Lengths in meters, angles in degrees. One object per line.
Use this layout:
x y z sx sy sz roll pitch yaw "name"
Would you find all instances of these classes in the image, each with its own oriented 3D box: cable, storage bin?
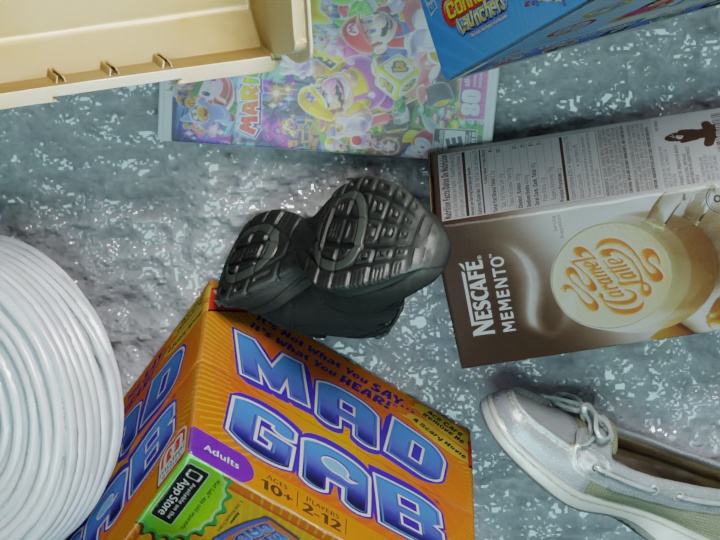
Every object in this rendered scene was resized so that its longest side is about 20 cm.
-0.235 0.081 1.703 0.200 0.069 0.200 -36 77 31 "cable"
-0.139 -0.190 1.509 0.199 0.094 0.199 -10 107 -17 "storage bin"

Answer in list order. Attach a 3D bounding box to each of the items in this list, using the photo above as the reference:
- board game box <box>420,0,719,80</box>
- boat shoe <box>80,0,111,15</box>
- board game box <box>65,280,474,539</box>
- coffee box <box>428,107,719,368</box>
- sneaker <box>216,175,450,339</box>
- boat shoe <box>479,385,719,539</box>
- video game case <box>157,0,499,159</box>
0.161 -0.171 1.498 0.200 0.196 0.056 -17 87 -26 "board game box"
-0.198 -0.170 1.614 0.200 0.072 0.072 -23 113 23 "boat shoe"
-0.067 0.173 1.724 0.200 0.200 0.200 31 115 -15 "board game box"
0.147 -0.020 1.674 0.199 0.080 0.115 -9 128 6 "coffee box"
0.000 0.000 1.667 0.091 0.200 0.076 32 70 -26 "sneaker"
0.164 0.118 1.767 0.202 0.074 0.065 30 109 -19 "boat shoe"
-0.017 -0.136 1.659 0.199 0.018 0.144 4 119 -1 "video game case"
